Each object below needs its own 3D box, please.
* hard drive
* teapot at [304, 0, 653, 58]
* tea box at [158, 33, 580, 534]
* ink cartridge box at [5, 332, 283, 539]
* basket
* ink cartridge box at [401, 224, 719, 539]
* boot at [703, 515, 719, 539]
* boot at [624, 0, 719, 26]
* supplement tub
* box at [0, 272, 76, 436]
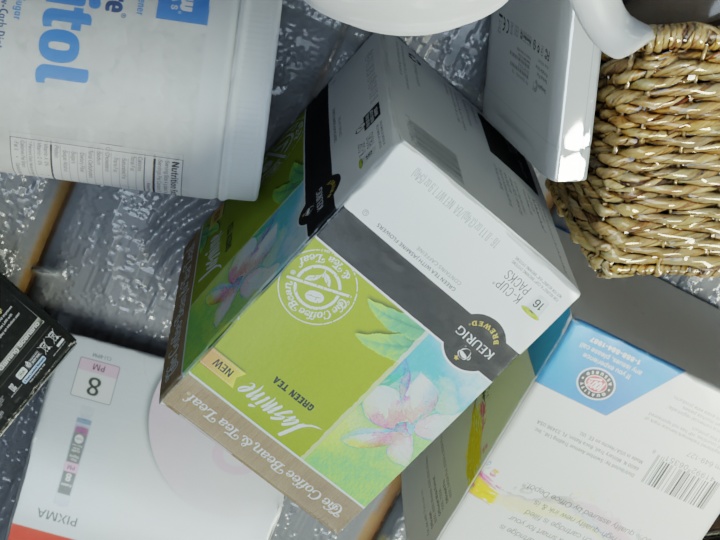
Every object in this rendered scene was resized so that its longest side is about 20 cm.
[{"bbox_3d":[0.102,-0.165,0.854,0.026,0.132,0.203,-2,112,-12],"label":"hard drive"},{"bbox_3d":[0.018,-0.183,0.760,0.195,0.201,0.147,-13,133,-14],"label":"teapot"},{"bbox_3d":[0.000,0.000,0.894,0.133,0.201,0.197,37,107,-17],"label":"tea box"},{"bbox_3d":[-0.134,0.155,0.977,0.160,0.202,0.057,16,152,-9],"label":"ink cartridge box"},{"bbox_3d":[0.214,-0.092,0.887,0.197,0.143,0.151,0,121,-9],"label":"basket"},{"bbox_3d":[0.133,0.108,0.977,0.146,0.145,0.201,25,111,-12],"label":"ink cartridge box"},{"bbox_3d":[0.183,0.231,1.060,0.198,0.097,0.075,-21,113,7],"label":"boot"},{"bbox_3d":[0.209,-0.218,0.883,0.198,0.070,0.148,-19,107,5],"label":"boot"},{"bbox_3d":[-0.147,-0.114,0.878,0.197,0.132,0.134,6,114,-5],"label":"supplement tub"},{"bbox_3d":[-0.297,0.065,0.930,0.164,0.086,0.201,42,76,-19],"label":"box"}]
